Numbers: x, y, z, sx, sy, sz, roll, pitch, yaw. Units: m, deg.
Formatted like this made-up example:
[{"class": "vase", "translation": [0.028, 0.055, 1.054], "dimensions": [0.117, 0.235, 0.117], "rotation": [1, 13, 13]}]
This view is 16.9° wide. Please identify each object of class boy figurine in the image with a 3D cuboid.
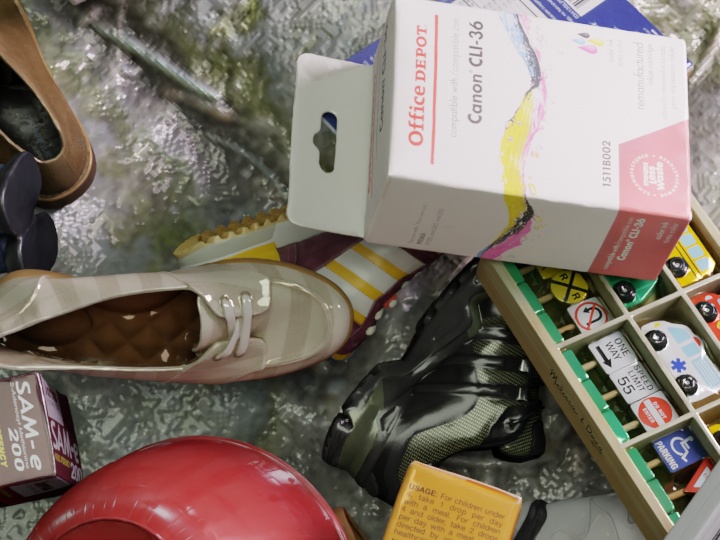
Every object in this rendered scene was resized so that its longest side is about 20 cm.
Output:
[{"class": "boy figurine", "translation": [-0.273, -0.028, 1.352], "dimensions": [0.200, 0.064, 0.124], "rotation": [-2, 119, 15]}]

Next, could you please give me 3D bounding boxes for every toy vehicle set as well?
[{"class": "toy vehicle set", "translation": [0.164, 0.051, 1.265], "dimensions": [0.124, 0.027, 0.200], "rotation": [-23, 65, -20]}]

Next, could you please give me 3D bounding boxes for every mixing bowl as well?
[{"class": "mixing bowl", "translation": [-0.110, 0.180, 1.259], "dimensions": [0.200, 0.108, 0.200], "rotation": [-4, 79, 21]}]

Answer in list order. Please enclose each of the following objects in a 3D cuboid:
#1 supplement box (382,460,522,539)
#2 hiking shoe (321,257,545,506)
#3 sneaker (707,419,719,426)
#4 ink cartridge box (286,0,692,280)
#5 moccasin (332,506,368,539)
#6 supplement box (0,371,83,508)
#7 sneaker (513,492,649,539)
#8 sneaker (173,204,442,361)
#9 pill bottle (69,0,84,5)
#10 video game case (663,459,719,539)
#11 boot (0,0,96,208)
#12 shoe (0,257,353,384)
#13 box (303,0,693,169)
[{"class": "supplement box", "translation": [0.024, 0.203, 1.227], "dimensions": [0.069, 0.067, 0.200], "rotation": [15, 70, 5]}, {"class": "hiking shoe", "translation": [0.073, 0.055, 1.340], "dimensions": [0.101, 0.076, 0.200], "rotation": [43, 88, 0]}, {"class": "sneaker", "translation": [0.194, 0.082, 1.306], "dimensions": [0.200, 0.078, 0.091], "rotation": [31, 50, 17]}, {"class": "ink cartridge box", "translation": [0.066, -0.071, 1.262], "dimensions": [0.200, 0.068, 0.117], "rotation": [7, 59, -8]}, {"class": "moccasin", "translation": [0.038, 0.212, 1.297], "dimensions": [0.078, 0.074, 0.201], "rotation": [-43, 68, 1]}, {"class": "supplement box", "translation": [-0.258, 0.108, 1.312], "dimensions": [0.200, 0.109, 0.061], "rotation": [-13, 80, 0]}, {"class": "sneaker", "translation": [0.135, 0.199, 1.256], "dimensions": [0.115, 0.075, 0.200], "rotation": [-24, 55, 28]}, {"class": "sneaker", "translation": [0.000, 0.000, 1.356], "dimensions": [0.200, 0.075, 0.090], "rotation": [-15, 98, -6]}, {"class": "pill bottle", "translation": [-0.095, -0.234, 1.391], "dimensions": [0.200, 0.113, 0.113], "rotation": [-28, 76, -5]}, {"class": "video game case", "translation": [0.202, 0.179, 1.227], "dimensions": [0.143, 0.200, 0.018], "rotation": [-56, 45, 4]}, {"class": "boot", "translation": [-0.220, -0.130, 1.389], "dimensions": [0.074, 0.075, 0.200], "rotation": [-36, 76, -7]}, {"class": "shoe", "translation": [-0.104, 0.033, 1.290], "dimensions": [0.200, 0.053, 0.070], "rotation": [-1, 109, 3]}, {"class": "box", "translation": [0.074, -0.099, 1.338], "dimensions": [0.200, 0.032, 0.121], "rotation": [-35, 73, -29]}]
